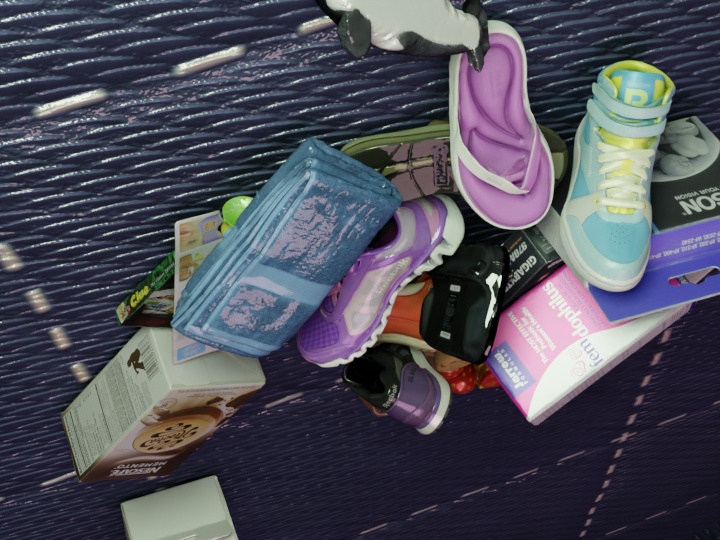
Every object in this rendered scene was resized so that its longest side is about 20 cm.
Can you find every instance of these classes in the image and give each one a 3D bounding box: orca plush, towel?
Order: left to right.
[{"bbox_3d":[-0.060,-0.010,1.198,0.111,0.049,0.200,22,119,-37],"label":"towel"},{"bbox_3d":[0.010,-0.196,0.984,0.200,0.071,0.106,0,104,-48],"label":"orca plush"}]

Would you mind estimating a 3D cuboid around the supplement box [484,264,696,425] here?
[{"bbox_3d":[0.214,0.050,1.398,0.200,0.101,0.103,-38,168,4],"label":"supplement box"}]

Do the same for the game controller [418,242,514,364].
[{"bbox_3d":[0.093,0.027,1.317,0.042,0.105,0.200,3,-178,-10],"label":"game controller"}]

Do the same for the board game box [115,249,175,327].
[{"bbox_3d":[-0.117,0.021,1.353,0.200,0.024,0.105,5,143,-44],"label":"board game box"}]

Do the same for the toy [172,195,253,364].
[{"bbox_3d":[-0.105,0.018,1.276,0.115,0.047,0.200,-19,143,-21],"label":"toy"}]

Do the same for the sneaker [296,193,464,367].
[{"bbox_3d":[0.000,0.000,1.323,0.200,0.081,0.088,-49,139,15],"label":"sneaker"}]

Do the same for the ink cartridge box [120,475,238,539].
[{"bbox_3d":[-0.222,0.353,1.837,0.128,0.125,0.200,-16,156,-14],"label":"ink cartridge box"}]

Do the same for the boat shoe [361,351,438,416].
[{"bbox_3d":[0.042,0.127,1.649,0.076,0.072,0.200,-15,155,-14],"label":"boat shoe"}]

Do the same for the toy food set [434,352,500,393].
[{"bbox_3d":[0.167,0.087,1.697,0.197,0.049,0.200,-17,156,-12],"label":"toy food set"}]

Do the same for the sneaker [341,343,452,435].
[{"bbox_3d":[0.017,0.097,1.494,0.087,0.200,0.076,23,95,-25],"label":"sneaker"}]

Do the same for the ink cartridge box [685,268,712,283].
[{"bbox_3d":[0.264,0.032,1.521,0.200,0.083,0.145,-40,173,2],"label":"ink cartridge box"}]

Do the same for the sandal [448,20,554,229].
[{"bbox_3d":[0.110,-0.103,1.160,0.082,0.050,0.203,-20,129,1],"label":"sandal"}]

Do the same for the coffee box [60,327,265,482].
[{"bbox_3d":[-0.198,0.129,1.440,0.113,0.080,0.200,0,148,-40],"label":"coffee box"}]

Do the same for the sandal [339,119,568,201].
[{"bbox_3d":[0.077,-0.100,1.226,0.200,0.057,0.080,0,126,-7],"label":"sandal"}]

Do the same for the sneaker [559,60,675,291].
[{"bbox_3d":[0.217,-0.092,1.216,0.079,0.200,0.131,6,144,-3],"label":"sneaker"}]

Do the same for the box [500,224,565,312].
[{"bbox_3d":[0.186,-0.013,1.436,0.200,0.046,0.159,-26,164,-43],"label":"box"}]

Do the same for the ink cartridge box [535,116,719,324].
[{"bbox_3d":[0.265,-0.051,1.309,0.198,0.200,0.043,-15,135,-16],"label":"ink cartridge box"}]

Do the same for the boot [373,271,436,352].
[{"bbox_3d":[0.064,0.025,1.459,0.200,0.075,0.107,-1,144,-36],"label":"boot"}]
